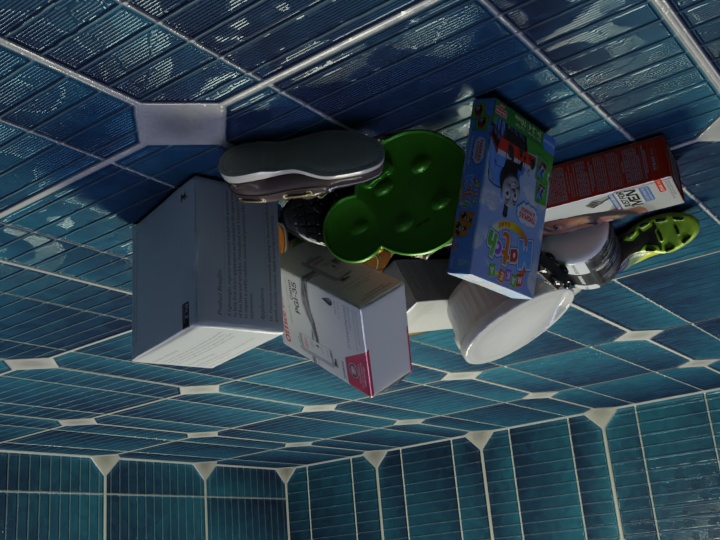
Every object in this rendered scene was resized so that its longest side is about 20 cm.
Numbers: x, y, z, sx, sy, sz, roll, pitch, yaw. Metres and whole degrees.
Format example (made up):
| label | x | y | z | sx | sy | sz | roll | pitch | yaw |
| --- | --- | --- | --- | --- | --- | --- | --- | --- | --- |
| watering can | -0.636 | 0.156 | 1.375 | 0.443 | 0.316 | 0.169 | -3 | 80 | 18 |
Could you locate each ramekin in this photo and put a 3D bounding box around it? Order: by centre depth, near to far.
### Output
| label | x | y | z | sx | sy | sz | roll | pitch | yaw |
| --- | --- | --- | --- | --- | --- | --- | --- | --- | --- |
| ramekin | 0.227 | 0.053 | 1.420 | 0.201 | 0.095 | 0.203 | -24 | 154 | -13 |

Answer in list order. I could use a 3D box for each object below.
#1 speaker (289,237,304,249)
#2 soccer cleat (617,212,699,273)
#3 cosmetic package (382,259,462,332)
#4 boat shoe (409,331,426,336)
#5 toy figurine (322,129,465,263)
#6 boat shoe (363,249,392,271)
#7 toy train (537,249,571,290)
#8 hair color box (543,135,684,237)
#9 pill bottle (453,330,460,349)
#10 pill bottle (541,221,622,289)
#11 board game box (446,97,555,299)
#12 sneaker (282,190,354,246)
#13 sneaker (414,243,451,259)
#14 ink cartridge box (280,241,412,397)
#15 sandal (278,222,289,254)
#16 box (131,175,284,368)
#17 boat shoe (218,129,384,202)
| label | x | y | z | sx | sy | sz | roll | pitch | yaw |
| --- | --- | --- | --- | --- | --- | --- | --- | --- | --- |
| speaker | -0.126 | 0.011 | 1.418 | 0.088 | 0.089 | 0.199 | 10 | 156 | -39 |
| soccer cleat | 0.459 | -0.049 | 1.466 | 0.200 | 0.065 | 0.084 | -30 | 179 | 43 |
| cosmetic package | 0.107 | 0.043 | 1.482 | 0.199 | 0.085 | 0.108 | -2 | 146 | -48 |
| boat shoe | 0.094 | 0.074 | 1.587 | 0.072 | 0.065 | 0.200 | -15 | -175 | 36 |
| toy figurine | 0.068 | -0.068 | 1.154 | 0.199 | 0.151 | 0.184 | -32 | 165 | 11 |
| boat shoe | 0.000 | 0.000 | 1.312 | 0.075 | 0.074 | 0.200 | 18 | 165 | 1 |
| toy train | 0.221 | -0.041 | 1.281 | 0.200 | 0.034 | 0.046 | 42 | 161 | -10 |
| hair color box | 0.323 | -0.109 | 1.223 | 0.199 | 0.064 | 0.111 | -13 | 160 | 26 |
| pill bottle | 0.255 | 0.098 | 1.726 | 0.113 | 0.115 | 0.200 | 0 | 160 | -15 |
| pill bottle | 0.341 | -0.033 | 1.380 | 0.105 | 0.107 | 0.200 | -12 | 160 | 20 |
| board game box | 0.168 | -0.079 | 1.056 | 0.036 | 0.202 | 0.151 | 5 | 171 | 39 |
| sneaker | -0.048 | -0.066 | 1.175 | 0.087 | 0.076 | 0.199 | -10 | -179 | 36 |
| sneaker | 0.072 | -0.054 | 1.294 | 0.198 | 0.076 | 0.071 | -5 | 161 | 2 |
| ink cartridge box | -0.029 | 0.062 | 1.242 | 0.083 | 0.147 | 0.199 | -29 | -144 | -32 |
| sandal | -0.174 | -0.013 | 1.345 | 0.059 | 0.080 | 0.206 | 5 | 161 | -36 |
| box | -0.209 | 0.010 | 1.213 | 0.130 | 0.200 | 0.200 | 10 | 157 | -36 |
| boat shoe | -0.065 | -0.116 | 1.065 | 0.198 | 0.072 | 0.060 | -4 | 142 | 11 |
